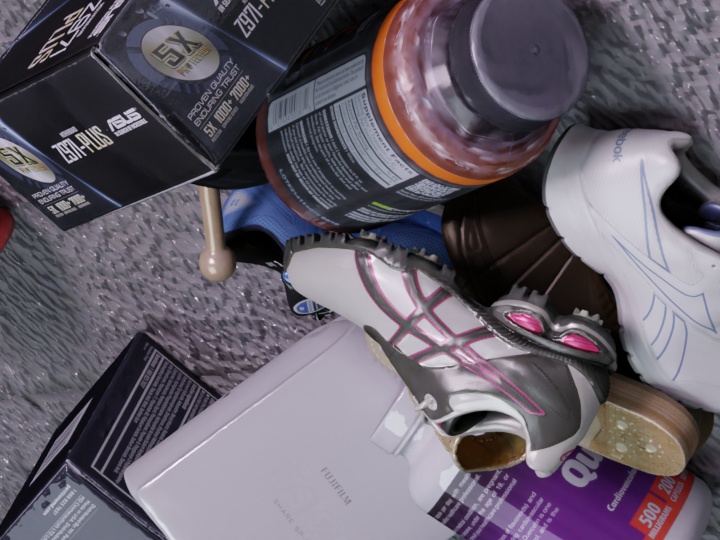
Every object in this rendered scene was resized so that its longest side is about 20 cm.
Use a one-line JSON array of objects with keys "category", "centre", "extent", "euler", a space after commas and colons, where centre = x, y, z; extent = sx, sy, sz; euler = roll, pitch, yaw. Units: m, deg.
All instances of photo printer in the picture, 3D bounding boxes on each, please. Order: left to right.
[{"category": "photo printer", "centre": [-0.026, 0.136, 1.660], "extent": [0.167, 0.200, 0.069], "euler": [54, -178, -13]}]

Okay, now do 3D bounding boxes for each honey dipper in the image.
[{"category": "honey dipper", "centre": [-0.092, -0.082, 1.469], "extent": [0.038, 0.038, 0.201], "euler": [16, 124, 31]}]

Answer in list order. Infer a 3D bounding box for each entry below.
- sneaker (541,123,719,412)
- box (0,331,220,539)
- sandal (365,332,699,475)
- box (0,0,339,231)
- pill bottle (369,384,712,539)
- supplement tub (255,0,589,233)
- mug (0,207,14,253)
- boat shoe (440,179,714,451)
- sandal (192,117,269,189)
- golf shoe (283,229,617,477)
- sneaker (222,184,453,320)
[{"category": "sneaker", "centre": [0.175, 0.004, 1.362], "extent": [0.087, 0.075, 0.200], "euler": [-5, 134, 44]}, {"category": "box", "centre": [-0.136, 0.183, 1.808], "extent": [0.198, 0.200, 0.123], "euler": [38, 116, -7]}, {"category": "sandal", "centre": [0.077, 0.082, 1.419], "extent": [0.211, 0.070, 0.078], "euler": [17, 143, 27]}, {"category": "box", "centre": [-0.090, -0.131, 1.293], "extent": [0.086, 0.200, 0.164], "euler": [44, 151, -19]}, {"category": "pill bottle", "centre": [0.109, 0.128, 1.579], "extent": [0.200, 0.113, 0.112], "euler": [34, 152, 1]}, {"category": "supplement tub", "centre": [0.034, -0.088, 1.329], "extent": [0.107, 0.107, 0.200], "euler": [43, 151, -16]}, {"category": "mug", "centre": [-0.365, -0.063, 1.779], "extent": [0.177, 0.134, 0.200], "euler": [-9, 127, 50]}, {"category": "boat shoe", "centre": [0.119, 0.027, 1.457], "extent": [0.200, 0.073, 0.065], "euler": [50, -174, -6]}, {"category": "sandal", "centre": [-0.074, -0.070, 1.423], "extent": [0.200, 0.075, 0.048], "euler": [13, 130, -26]}, {"category": "golf shoe", "centre": [0.037, 0.038, 1.380], "extent": [0.200, 0.088, 0.077], "euler": [21, 172, 22]}, {"category": "sneaker", "centre": [0.000, 0.000, 1.521], "extent": [0.200, 0.089, 0.079], "euler": [20, 150, 26]}]
